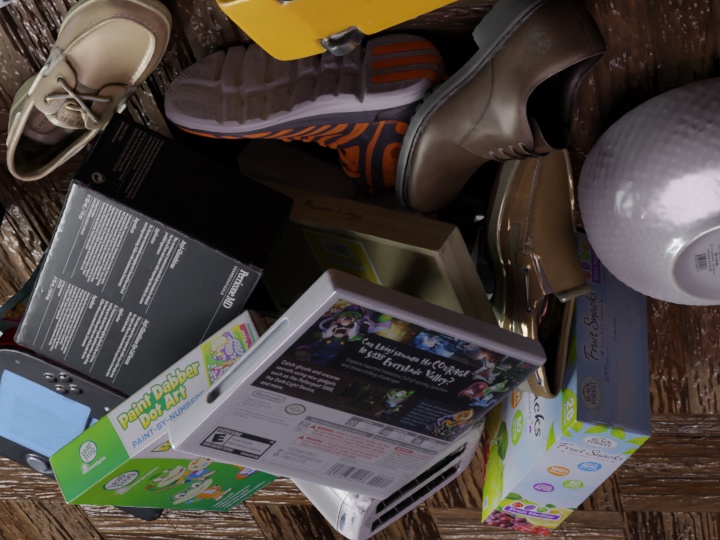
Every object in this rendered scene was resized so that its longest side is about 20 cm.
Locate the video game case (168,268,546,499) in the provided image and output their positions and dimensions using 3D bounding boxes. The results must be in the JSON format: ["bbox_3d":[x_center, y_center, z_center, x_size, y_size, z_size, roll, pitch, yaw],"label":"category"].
[{"bbox_3d":[-0.001,0.084,1.135,0.200,0.023,0.182,20,129,-38],"label":"video game case"}]

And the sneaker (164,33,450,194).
[{"bbox_3d":[-0.031,-0.098,1.150,0.200,0.078,0.112,-1,145,14],"label":"sneaker"}]

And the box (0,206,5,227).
[{"bbox_3d":[-0.369,0.008,1.274,0.079,0.200,0.141,-16,141,32],"label":"box"}]

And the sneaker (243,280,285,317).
[{"bbox_3d":[-0.131,-0.011,1.293,0.200,0.075,0.087,32,146,-24],"label":"sneaker"}]

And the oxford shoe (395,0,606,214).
[{"bbox_3d":[0.088,-0.094,1.073,0.073,0.084,0.200,-18,154,-43],"label":"oxford shoe"}]

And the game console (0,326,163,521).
[{"bbox_3d":[-0.226,0.130,1.344,0.177,0.031,0.200,29,146,-1],"label":"game console"}]

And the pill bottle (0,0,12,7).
[{"bbox_3d":[-0.226,-0.221,0.975,0.111,0.111,0.200,26,143,-25],"label":"pill bottle"}]

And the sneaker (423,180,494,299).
[{"bbox_3d":[0.096,-0.002,1.276,0.090,0.067,0.200,2,144,14],"label":"sneaker"}]

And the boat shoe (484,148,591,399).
[{"bbox_3d":[0.136,-0.001,1.194,0.076,0.072,0.200,29,129,43],"label":"boat shoe"}]

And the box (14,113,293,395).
[{"bbox_3d":[-0.151,0.002,1.188,0.141,0.079,0.200,28,138,-4],"label":"box"}]

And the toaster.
[{"bbox_3d":[0.009,0.131,1.368,0.129,0.200,0.114,48,154,23],"label":"toaster"}]

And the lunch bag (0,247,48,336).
[{"bbox_3d":[-0.194,0.088,1.402,0.200,0.122,0.170,23,149,14],"label":"lunch bag"}]

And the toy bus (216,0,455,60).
[{"bbox_3d":[0.009,-0.190,0.999,0.200,0.078,0.065,-17,138,33],"label":"toy bus"}]

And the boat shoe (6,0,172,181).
[{"bbox_3d":[-0.193,-0.126,1.154,0.072,0.065,0.200,26,143,-24],"label":"boat shoe"}]

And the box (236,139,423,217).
[{"bbox_3d":[-0.017,-0.008,1.271,0.144,0.036,0.200,26,150,20],"label":"box"}]

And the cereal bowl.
[{"bbox_3d":[0.252,-0.038,1.139,0.200,0.083,0.200,-4,144,-3],"label":"cereal bowl"}]

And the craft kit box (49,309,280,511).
[{"bbox_3d":[-0.091,0.109,1.219,0.200,0.049,0.197,-37,152,22],"label":"craft kit box"}]

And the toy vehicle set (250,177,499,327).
[{"bbox_3d":[0.000,0.000,1.196,0.200,0.027,0.124,15,145,35],"label":"toy vehicle set"}]

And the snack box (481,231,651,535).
[{"bbox_3d":[0.159,0.093,1.313,0.068,0.169,0.200,13,146,-13],"label":"snack box"}]
